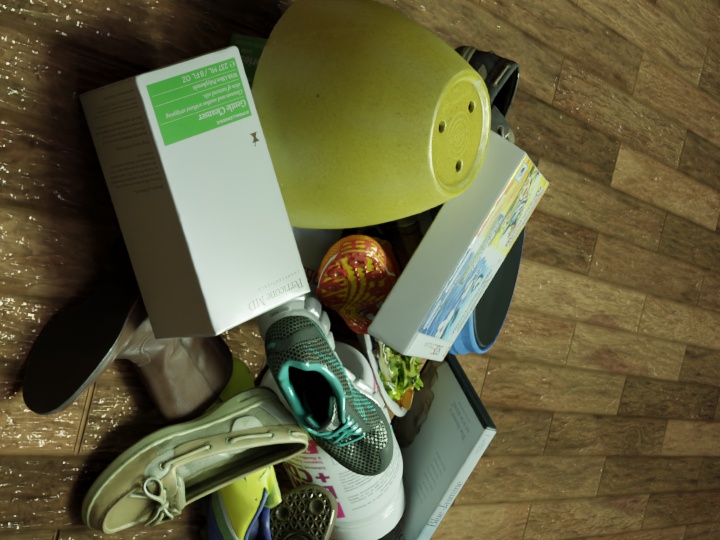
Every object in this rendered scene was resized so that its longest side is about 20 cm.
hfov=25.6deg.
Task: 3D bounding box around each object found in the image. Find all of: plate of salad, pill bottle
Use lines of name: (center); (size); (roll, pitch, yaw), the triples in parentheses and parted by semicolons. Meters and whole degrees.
plate of salad: (0.033, 0.045, 1.585); (0.200, 0.048, 0.202); (-11, 90, -75)
pill bottle: (-0.021, 0.173, 1.547); (0.114, 0.113, 0.201); (-55, 144, -31)

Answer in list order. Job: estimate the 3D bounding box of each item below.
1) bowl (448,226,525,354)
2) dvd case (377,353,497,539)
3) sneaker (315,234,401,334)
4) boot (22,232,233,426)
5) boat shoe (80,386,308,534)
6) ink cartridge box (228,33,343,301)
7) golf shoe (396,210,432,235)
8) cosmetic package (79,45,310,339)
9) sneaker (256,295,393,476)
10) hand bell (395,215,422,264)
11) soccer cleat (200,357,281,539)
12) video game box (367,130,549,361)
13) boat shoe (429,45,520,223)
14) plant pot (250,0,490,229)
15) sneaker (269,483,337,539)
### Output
bowl: (0.124, -0.013, 1.591); (0.200, 0.039, 0.203); (11, 90, -72)
dvd case: (0.062, 0.193, 1.622); (0.017, 0.143, 0.201); (14, 117, -29)
sneaker: (0.000, 0.000, 1.409); (0.200, 0.072, 0.078); (72, 16, -73)
boot: (-0.181, 0.088, 1.298); (0.187, 0.064, 0.201); (-57, 150, -26)
boat shoe: (-0.140, 0.169, 1.336); (0.200, 0.063, 0.074); (-25, 144, -28)
ink cartridge box: (-0.072, -0.085, 1.374); (0.145, 0.087, 0.202); (21, 83, -60)
golf shoe: (0.076, -0.112, 1.606); (0.079, 0.097, 0.201); (-54, 143, -30)
cosmetic package: (-0.126, -0.058, 1.218); (0.107, 0.084, 0.202); (-26, 102, -41)
sneaker: (-0.031, 0.119, 1.374); (0.201, 0.077, 0.092); (56, 15, -31)
hand bell: (0.047, -0.036, 1.537); (0.104, 0.103, 0.202); (-39, 121, -46)
soccer cleat: (-0.102, 0.175, 1.438); (0.065, 0.083, 0.202); (-28, 126, -52)
video game box: (0.091, -0.015, 1.405); (0.201, 0.047, 0.182); (-59, 169, 3)
boat shoe: (0.108, -0.127, 1.481); (0.075, 0.073, 0.202); (63, 35, -58)
plant pot: (0.021, -0.122, 1.291); (0.200, 0.141, 0.202); (-28, 124, -51)
sneaker: (-0.084, 0.288, 1.523); (0.201, 0.070, 0.075); (-56, 166, 7)
